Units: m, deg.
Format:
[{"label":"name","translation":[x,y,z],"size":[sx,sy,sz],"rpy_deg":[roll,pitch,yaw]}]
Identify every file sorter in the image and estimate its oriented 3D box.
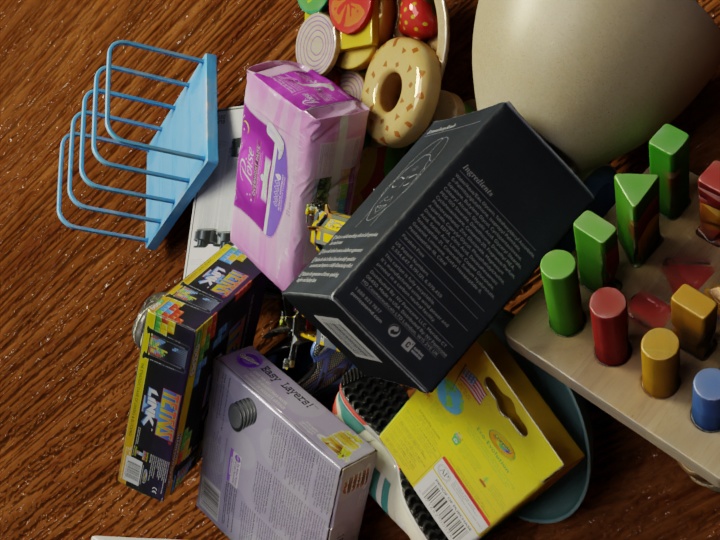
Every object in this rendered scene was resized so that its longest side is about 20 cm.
[{"label":"file sorter","translation":[-0.248,-0.138,1.360],"size":[0.200,0.122,0.140],"rpy_deg":[-45,42,51]}]

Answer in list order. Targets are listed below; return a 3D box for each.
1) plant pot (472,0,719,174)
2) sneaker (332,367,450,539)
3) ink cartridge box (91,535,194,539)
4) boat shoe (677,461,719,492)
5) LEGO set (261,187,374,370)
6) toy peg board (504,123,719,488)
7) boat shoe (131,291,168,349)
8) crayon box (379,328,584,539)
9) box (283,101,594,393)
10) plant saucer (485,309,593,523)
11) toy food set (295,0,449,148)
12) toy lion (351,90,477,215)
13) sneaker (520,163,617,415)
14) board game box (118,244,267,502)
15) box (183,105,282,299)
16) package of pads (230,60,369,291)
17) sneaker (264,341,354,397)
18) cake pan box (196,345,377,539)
[{"label":"plant pot","translation":[0.166,-0.156,0.977],"size":[0.200,0.200,0.135],"rpy_deg":[26,84,42]},{"label":"sneaker","translation":[0.035,0.187,1.134],"size":[0.200,0.070,0.094],"rpy_deg":[57,148,22]},{"label":"ink cartridge box","translation":[-0.179,0.340,1.187],"size":[0.087,0.199,0.146],"rpy_deg":[23,96,45]},{"label":"boat shoe","translation":[0.262,0.065,0.942],"size":[0.075,0.074,0.201],"rpy_deg":[-18,69,37]},{"label":"LEGO set","translation":[0.000,0.000,1.126],"size":[0.115,0.199,0.155],"rpy_deg":[17,115,44]},{"label":"toy peg board","translation":[0.235,0.009,0.884],"size":[0.199,0.098,0.200],"rpy_deg":[35,72,31]},{"label":"boat shoe","translation":[-0.198,0.056,1.271],"size":[0.064,0.200,0.074],"rpy_deg":[24,91,10]},{"label":"crayon box","translation":[0.099,0.136,1.004],"size":[0.127,0.051,0.200],"rpy_deg":[55,147,15]},{"label":"box","translation":[0.056,-0.018,0.963],"size":[0.200,0.107,0.148],"rpy_deg":[-49,13,-11]},{"label":"plant saucer","translation":[0.126,0.112,1.030],"size":[0.200,0.036,0.201],"rpy_deg":[34,137,40]},{"label":"toy food set","translation":[0.005,-0.208,1.154],"size":[0.197,0.048,0.202],"rpy_deg":[0,91,48]},{"label":"toy lion","translation":[0.018,-0.120,1.218],"size":[0.200,0.068,0.193],"rpy_deg":[44,116,38]},{"label":"sneaker","translation":[0.202,0.017,1.003],"size":[0.111,0.076,0.201],"rpy_deg":[21,98,48]},{"label":"board game box","translation":[-0.161,0.098,1.213],"size":[0.056,0.165,0.201],"rpy_deg":[22,119,13]},{"label":"box","translation":[-0.121,-0.072,1.325],"size":[0.116,0.060,0.202],"rpy_deg":[-1,79,41]},{"label":"package of pads","translation":[-0.062,-0.085,1.168],"size":[0.120,0.075,0.201],"rpy_deg":[39,132,39]},{"label":"sneaker","translation":[-0.078,0.112,1.231],"size":[0.200,0.078,0.076],"rpy_deg":[-45,54,25]},{"label":"cake pan box","translation":[-0.076,0.202,1.170],"size":[0.184,0.052,0.201],"rpy_deg":[36,129,36]}]
